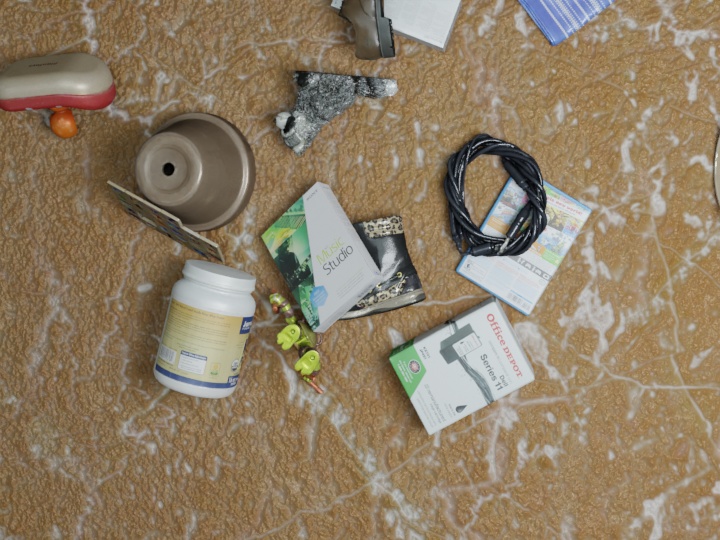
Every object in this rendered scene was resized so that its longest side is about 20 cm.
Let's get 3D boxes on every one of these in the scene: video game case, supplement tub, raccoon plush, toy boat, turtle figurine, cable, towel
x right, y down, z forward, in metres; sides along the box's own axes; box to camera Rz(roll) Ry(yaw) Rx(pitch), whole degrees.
[{"bbox_3d":[0.267,-0.049,1.528,0.142,0.018,0.202,31,98,5],"label":"video game case"},{"bbox_3d":[-0.254,0.095,1.546,0.142,0.144,0.203,16,96,6],"label":"supplement tub"},{"bbox_3d":[-0.042,-0.252,1.525,0.197,0.097,0.136,6,102,7],"label":"raccoon plush"},{"bbox_3d":[-0.511,-0.288,1.583,0.196,0.131,0.132,-3,124,9],"label":"toy boat"},{"bbox_3d":[-0.093,0.122,1.529,0.064,0.161,0.203,-22,97,-1],"label":"turtle figurine"},{"bbox_3d":[0.217,-0.124,1.497,0.161,0.051,0.204,-6,83,21],"label":"cable"},{"bbox_3d":[0.345,-0.475,1.486,0.199,0.024,0.146,-37,89,9],"label":"towel"}]

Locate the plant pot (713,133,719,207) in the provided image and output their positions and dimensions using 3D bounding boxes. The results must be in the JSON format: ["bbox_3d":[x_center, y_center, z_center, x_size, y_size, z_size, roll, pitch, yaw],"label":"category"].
[{"bbox_3d":[0.668,-0.156,1.398,0.196,0.187,0.191,1,94,-6],"label":"plant pot"}]

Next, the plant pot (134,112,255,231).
[{"bbox_3d":[-0.283,-0.162,1.519,0.197,0.175,0.204,0,94,7],"label":"plant pot"}]

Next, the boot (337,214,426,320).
[{"bbox_3d":[0.000,0.000,1.542,0.197,0.073,0.153,-13,87,16],"label":"boot"}]

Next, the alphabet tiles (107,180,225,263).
[{"bbox_3d":[-0.314,-0.073,1.536,0.198,0.167,0.008,28,76,5],"label":"alphabet tiles"}]

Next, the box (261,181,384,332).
[{"bbox_3d":[-0.065,-0.023,1.518,0.144,0.036,0.201,-41,63,21],"label":"box"}]

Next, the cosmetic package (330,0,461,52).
[{"bbox_3d":[0.058,-0.430,1.514,0.197,0.051,0.084,23,95,6],"label":"cosmetic package"}]

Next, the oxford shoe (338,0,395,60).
[{"bbox_3d":[0.000,-0.432,1.461,0.083,0.073,0.204,-7,92,11],"label":"oxford shoe"}]

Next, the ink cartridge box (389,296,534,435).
[{"bbox_3d":[0.167,0.153,1.522,0.198,0.083,0.148,-29,90,8],"label":"ink cartridge box"}]
